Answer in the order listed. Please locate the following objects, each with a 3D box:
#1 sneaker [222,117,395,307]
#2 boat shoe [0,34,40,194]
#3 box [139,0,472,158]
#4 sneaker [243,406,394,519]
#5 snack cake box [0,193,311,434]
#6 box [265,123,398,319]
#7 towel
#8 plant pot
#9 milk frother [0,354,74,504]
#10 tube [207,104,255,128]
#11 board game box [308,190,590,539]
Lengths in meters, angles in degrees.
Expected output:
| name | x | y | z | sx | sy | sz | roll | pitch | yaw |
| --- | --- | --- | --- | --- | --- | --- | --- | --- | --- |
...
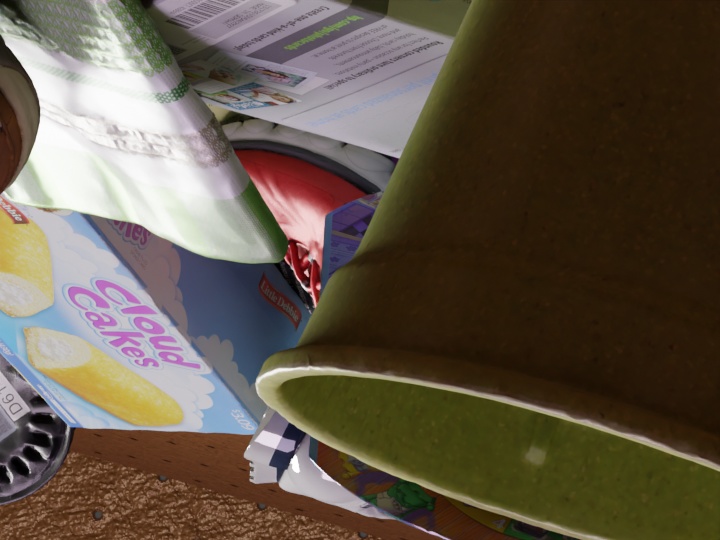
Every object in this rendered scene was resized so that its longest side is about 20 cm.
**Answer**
| name | x | y | z | sx | sy | sz | roll | pitch | yaw |
| --- | --- | --- | --- | --- | --- | --- | --- | --- | --- |
| sneaker | 0.000 | 0.000 | 1.131 | 0.199 | 0.085 | 0.077 | 19 | 163 | 31 |
| boat shoe | -0.158 | -0.063 | 0.944 | 0.075 | 0.074 | 0.200 | 27 | 158 | 12 |
| box | 0.008 | -0.080 | 1.007 | 0.199 | 0.041 | 0.156 | 16 | 166 | -25 |
| sneaker | 0.001 | 0.075 | 1.223 | 0.080 | 0.077 | 0.200 | 25 | -178 | 4 |
| snack cake box | -0.119 | -0.011 | 1.224 | 0.114 | 0.068 | 0.200 | 1 | 145 | 34 |
| box | -0.041 | -0.025 | 1.254 | 0.199 | 0.036 | 0.143 | 8 | 147 | 18 |
| towel | -0.121 | -0.076 | 0.996 | 0.149 | 0.031 | 0.200 | 17 | 152 | 38 |
| plant pot | 0.090 | -0.022 | 0.858 | 0.199 | 0.185 | 0.200 | 17 | 167 | 4 |
| milk frother | -0.170 | 0.006 | 1.629 | 0.199 | 0.182 | 0.188 | -15 | -162 | 15 |
| tube | -0.076 | -0.103 | 1.102 | 0.052 | 0.058 | 0.200 | 51 | 176 | 21 |
| board game box | 0.064 | 0.017 | 1.001 | 0.157 | 0.201 | 0.039 | 7 | 130 | -3 |
